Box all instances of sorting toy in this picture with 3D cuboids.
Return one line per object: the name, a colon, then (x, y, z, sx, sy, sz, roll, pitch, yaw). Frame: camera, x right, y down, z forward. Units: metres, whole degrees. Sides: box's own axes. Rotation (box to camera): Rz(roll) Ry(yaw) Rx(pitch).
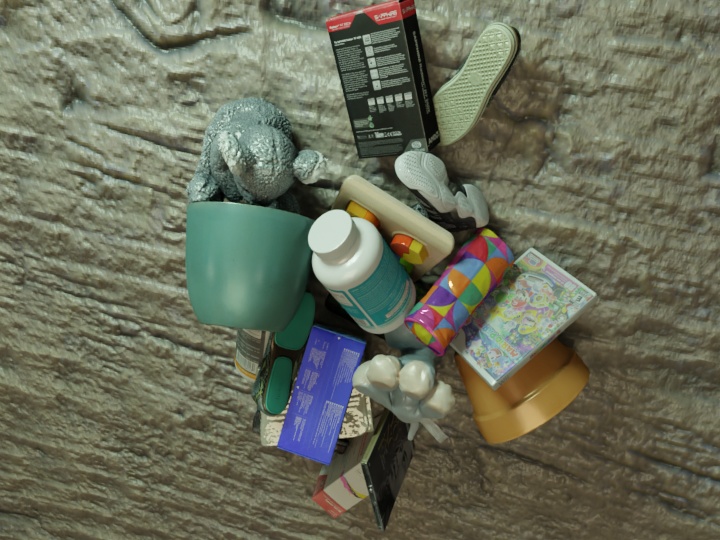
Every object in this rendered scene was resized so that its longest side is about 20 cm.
sorting toy: (0.033, -0.049, 0.974, 0.182, 0.037, 0.200, 31, 158, -3)

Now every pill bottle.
pill bottle: (0.000, 0.000, 0.926, 0.108, 0.113, 0.201, -15, 142, 20)
pill bottle: (-0.157, 0.087, 1.102, 0.113, 0.117, 0.205, 14, 119, 6)

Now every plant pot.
plant pot: (0.240, 0.154, 1.008, 0.199, 0.199, 0.142, -37, 88, 27)
plant pot: (-0.164, 0.003, 0.925, 0.195, 0.200, 0.166, 5, 86, 11)

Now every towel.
towel: (-0.076, 0.217, 1.067, 0.194, 0.034, 0.137, -5, 89, 1)

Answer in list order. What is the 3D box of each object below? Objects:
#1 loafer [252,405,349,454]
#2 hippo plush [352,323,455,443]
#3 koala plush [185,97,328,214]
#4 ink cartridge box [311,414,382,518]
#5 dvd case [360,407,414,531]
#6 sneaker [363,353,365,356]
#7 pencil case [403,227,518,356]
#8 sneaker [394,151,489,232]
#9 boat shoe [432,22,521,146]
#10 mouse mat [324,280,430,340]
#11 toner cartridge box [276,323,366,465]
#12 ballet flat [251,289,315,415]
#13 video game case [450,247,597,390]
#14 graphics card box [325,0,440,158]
loafer: (-0.118, 0.317, 1.228, 0.196, 0.072, 0.064, 21, 88, 10)
hippo plush: (0.100, 0.149, 1.006, 0.157, 0.163, 0.200, -12, 132, 47)
koala plush: (-0.146, -0.157, 0.906, 0.173, 0.199, 0.189, 9, 97, -22)
ink cartridge box: (0.003, 0.365, 1.203, 0.067, 0.117, 0.200, 41, 119, -10)
dvd case: (0.053, 0.327, 1.124, 0.016, 0.201, 0.152, -3, 117, 23)
sneaker: (-0.053, 0.228, 1.149, 0.076, 0.113, 0.204, 18, 119, 3)
pencil case: (0.150, 0.030, 0.948, 0.088, 0.200, 0.089, 38, 161, 16)
sneaker: (0.096, -0.096, 0.933, 0.113, 0.077, 0.197, -27, 144, 37)
boat shoe: (0.156, -0.254, 0.882, 0.075, 0.062, 0.201, 44, 134, 9)
mouse mat: (0.045, 0.060, 1.078, 0.197, 0.008, 0.162, 28, 135, -1)
toner cartridge box: (-0.062, 0.198, 1.029, 0.093, 0.043, 0.205, 18, 90, -1)
ballet flat: (-0.129, 0.126, 1.015, 0.072, 0.074, 0.205, 18, 79, 3)
video game case: (0.227, 0.065, 0.938, 0.199, 0.143, 0.018, -39, 132, -5)
graphics card box: (0.034, -0.265, 0.895, 0.123, 0.051, 0.205, 1, 117, 34)
